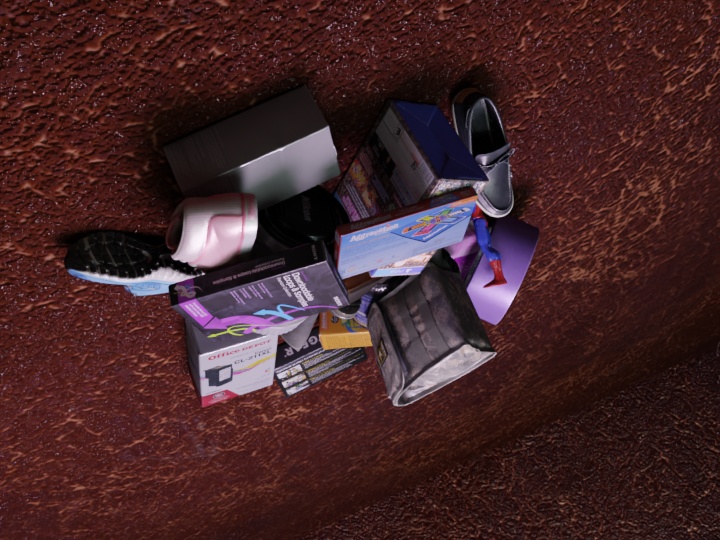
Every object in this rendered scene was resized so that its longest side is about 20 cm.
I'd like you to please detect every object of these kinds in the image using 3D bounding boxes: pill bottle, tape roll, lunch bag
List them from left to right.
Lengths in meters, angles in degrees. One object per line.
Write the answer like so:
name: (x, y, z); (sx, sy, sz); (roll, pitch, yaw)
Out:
pill bottle: (0.031, 0.015, 1.242); (0.111, 0.112, 0.201); (-20, 150, -14)
lunch bag: (0.096, 0.112, 1.161); (0.200, 0.165, 0.117); (-39, 144, 28)
tape roll: (0.257, -0.005, 1.316); (0.200, 0.084, 0.201); (24, 90, -85)

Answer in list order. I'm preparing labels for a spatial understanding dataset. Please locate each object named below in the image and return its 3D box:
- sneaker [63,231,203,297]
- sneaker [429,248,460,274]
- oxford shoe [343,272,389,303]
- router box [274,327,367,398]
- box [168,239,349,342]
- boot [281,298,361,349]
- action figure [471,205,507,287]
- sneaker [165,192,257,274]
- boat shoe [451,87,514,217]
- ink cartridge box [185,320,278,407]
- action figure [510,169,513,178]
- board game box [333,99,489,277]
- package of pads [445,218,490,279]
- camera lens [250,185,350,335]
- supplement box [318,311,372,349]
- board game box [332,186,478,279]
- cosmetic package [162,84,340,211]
sneaker: (-0.316, 0.007, 0.970); (0.199, 0.079, 0.090); (9, 137, -47)
sneaker: (0.131, -0.011, 1.209); (0.090, 0.077, 0.201); (2, 149, 1)
oxford shoe: (0.000, 0.000, 1.065); (0.071, 0.072, 0.200); (-38, 178, 42)
router box: (-0.089, 0.179, 1.458); (0.199, 0.051, 0.150); (-25, 149, -7)
box: (-0.123, 0.032, 0.891); (0.198, 0.036, 0.143); (-18, 154, 4)
boot: (-0.080, 0.065, 1.169); (0.072, 0.183, 0.201); (12, 130, -30)
action figure: (0.182, -0.067, 1.192); (0.098, 0.202, 0.065); (-11, 176, 20)
sneaker: (-0.189, -0.029, 0.864); (0.104, 0.076, 0.201); (-4, 153, -18)
boat shoe: (0.187, -0.169, 1.028); (0.074, 0.062, 0.202); (-25, 112, -14)
ink cartridge box: (-0.232, 0.148, 1.255); (0.145, 0.083, 0.201); (-16, 149, -20)
action figure: (0.140, -0.127, 1.116); (0.199, 0.130, 0.070); (-35, 108, 2)
board game box: (0.065, -0.116, 1.015); (0.096, 0.160, 0.200); (-3, 143, -36)
package of pads: (0.156, -0.027, 1.319); (0.119, 0.076, 0.201); (-11, 146, -23)
camera lens: (-0.112, -0.022, 1.011); (0.159, 0.161, 0.201); (-6, 144, -34)
supplement box: (0.018, 0.105, 1.352); (0.198, 0.067, 0.069); (-6, 150, 5)
board game box: (0.058, -0.048, 0.932); (0.198, 0.020, 0.103); (-17, 150, -18)
cosmetic package: (-0.133, -0.140, 0.888); (0.199, 0.091, 0.107); (-27, 152, -9)
